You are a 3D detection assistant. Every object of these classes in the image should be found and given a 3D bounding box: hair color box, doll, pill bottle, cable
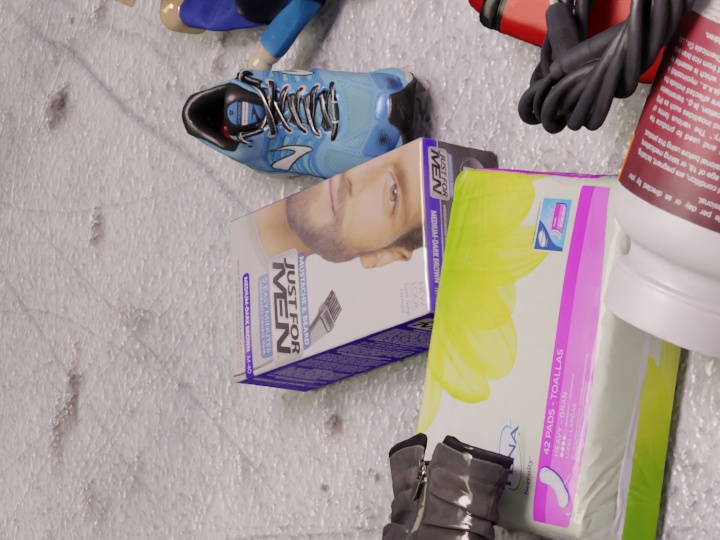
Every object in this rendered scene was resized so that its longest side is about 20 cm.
[{"bbox_3d":[0.000,0.000,1.571,0.200,0.065,0.110,-21,66,48],"label":"hair color box"},{"bbox_3d":[-0.057,-0.193,1.696,0.200,0.048,0.137,-4,67,53],"label":"doll"},{"bbox_3d":[0.193,-0.062,1.283,0.113,0.113,0.200,34,110,51],"label":"pill bottle"},{"bbox_3d":[0.125,-0.148,1.313,0.200,0.051,0.163,-154,85,-77],"label":"cable"}]

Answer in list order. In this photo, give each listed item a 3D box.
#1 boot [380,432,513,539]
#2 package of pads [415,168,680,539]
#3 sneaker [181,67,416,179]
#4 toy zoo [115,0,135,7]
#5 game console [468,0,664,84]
[{"bbox_3d":[0.019,0.163,1.415,0.200,0.070,0.132,-16,62,51],"label":"boot"},{"bbox_3d":[0.103,0.045,1.418,0.154,0.068,0.200,7,88,53],"label":"package of pads"},{"bbox_3d":[-0.042,-0.091,1.622,0.200,0.090,0.079,-3,80,52],"label":"sneaker"},{"bbox_3d":[-0.123,-0.292,1.761,0.131,0.020,0.200,123,165,-49],"label":"toy zoo"},{"bbox_3d":[0.144,-0.223,1.463,0.172,0.119,0.200,22,103,21],"label":"game console"}]
